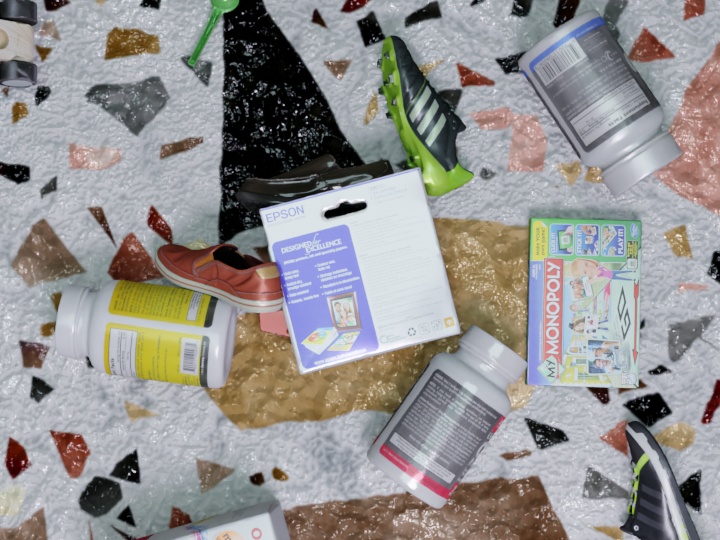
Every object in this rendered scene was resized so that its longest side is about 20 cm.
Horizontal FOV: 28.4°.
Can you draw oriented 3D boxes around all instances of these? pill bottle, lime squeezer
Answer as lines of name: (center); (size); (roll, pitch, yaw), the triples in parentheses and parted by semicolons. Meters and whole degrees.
pill bottle: (0.284, -0.194, 1.672); (0.114, 0.114, 0.200); (-33, 87, -1)
pill bottle: (0.105, 0.167, 1.658); (0.111, 0.111, 0.200); (35, 88, 3)
pill bottle: (-0.251, 0.071, 1.670); (0.199, 0.112, 0.113); (8, 87, 2)
lime squeezer: (-0.159, -0.341, 1.717); (0.038, 0.071, 0.201); (19, 118, -14)

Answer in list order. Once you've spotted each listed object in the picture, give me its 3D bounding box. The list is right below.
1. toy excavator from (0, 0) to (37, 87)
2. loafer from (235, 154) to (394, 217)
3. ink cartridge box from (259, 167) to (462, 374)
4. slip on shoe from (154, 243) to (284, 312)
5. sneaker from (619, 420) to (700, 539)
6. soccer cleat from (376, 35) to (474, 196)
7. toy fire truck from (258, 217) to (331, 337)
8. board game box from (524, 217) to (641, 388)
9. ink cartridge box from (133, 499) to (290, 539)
toy excavator: (-0.509, -0.266, 1.706); (0.194, 0.199, 0.100); (2, 85, -43)
loafer: (-0.049, -0.102, 1.703); (0.199, 0.073, 0.072); (0, 77, -4)
ink cartridge box: (0.000, 0.000, 1.654); (0.197, 0.043, 0.201); (-14, 94, -2)
slip on shoe: (-0.164, -0.005, 1.657); (0.199, 0.074, 0.062); (19, 111, 41)
sneaker: (0.338, 0.278, 1.665); (0.082, 0.072, 0.201); (-22, 82, 9)
soccer cleat: (0.077, -0.188, 1.708); (0.081, 0.068, 0.201); (-16, 87, -17)
toy fire truck: (-0.022, 0.009, 1.700); (0.199, 0.049, 0.142); (0, 88, 0)
board game box: (0.266, 0.039, 1.703); (0.134, 0.029, 0.201); (1, 87, 1)
ink cartridge box: (-0.172, 0.364, 1.637); (0.199, 0.145, 0.146); (-17, 86, -1)
